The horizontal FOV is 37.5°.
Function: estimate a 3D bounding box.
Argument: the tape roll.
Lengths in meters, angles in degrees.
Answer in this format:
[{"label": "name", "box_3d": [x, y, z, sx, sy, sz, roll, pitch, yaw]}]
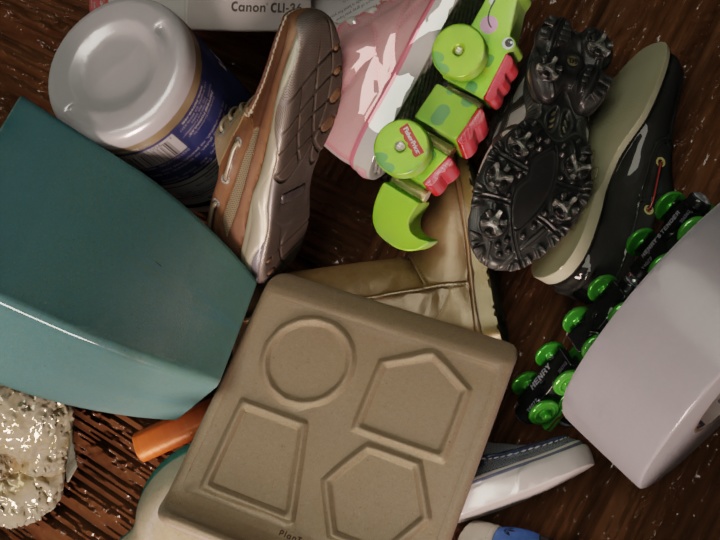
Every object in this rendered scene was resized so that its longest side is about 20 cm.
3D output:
[{"label": "tape roll", "box_3d": [0.214, 0.038, 0.643, 0.200, 0.200, 0.066, -48, 66, 3]}]

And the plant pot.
[{"label": "plant pot", "box_3d": [-0.186, 0.014, 0.730, 0.200, 0.141, 0.142, 29, 56, -17]}]

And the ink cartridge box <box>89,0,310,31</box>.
[{"label": "ink cartridge box", "box_3d": [-0.118, -0.226, 0.832, 0.200, 0.116, 0.068, 21, 115, 48]}]

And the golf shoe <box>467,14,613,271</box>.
[{"label": "golf shoe", "box_3d": [0.124, -0.080, 0.759, 0.078, 0.095, 0.200, 26, 70, -3]}]

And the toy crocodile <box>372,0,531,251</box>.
[{"label": "toy crocodile", "box_3d": [0.066, -0.108, 0.733, 0.062, 0.068, 0.200, 31, 91, 17]}]

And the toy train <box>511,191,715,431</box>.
[{"label": "toy train", "box_3d": [0.174, 0.032, 0.709, 0.200, 0.056, 0.042, -56, 36, 24]}]

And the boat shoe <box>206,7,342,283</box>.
[{"label": "boat shoe", "box_3d": [-0.069, -0.088, 0.737, 0.072, 0.076, 0.200, 26, 116, 20]}]

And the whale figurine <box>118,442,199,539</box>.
[{"label": "whale figurine", "box_3d": [-0.106, 0.216, 0.777, 0.159, 0.104, 0.201, 9, 102, -10]}]

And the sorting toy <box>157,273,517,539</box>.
[{"label": "sorting toy", "box_3d": [-0.012, 0.109, 0.703, 0.185, 0.037, 0.200, 17, 63, 17]}]

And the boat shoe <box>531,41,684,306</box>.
[{"label": "boat shoe", "box_3d": [0.188, -0.069, 0.758, 0.063, 0.074, 0.202, 28, 75, -18]}]

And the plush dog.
[{"label": "plush dog", "box_3d": [-0.309, 0.095, 0.810, 0.171, 0.160, 0.201, 3, 74, -22]}]

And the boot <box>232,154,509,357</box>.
[{"label": "boot", "box_3d": [0.000, 0.000, 0.792, 0.199, 0.066, 0.176, -11, 66, 14]}]

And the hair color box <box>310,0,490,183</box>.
[{"label": "hair color box", "box_3d": [0.018, -0.181, 0.846, 0.101, 0.061, 0.200, -25, 69, 12]}]

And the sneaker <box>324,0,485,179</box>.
[{"label": "sneaker", "box_3d": [0.019, -0.175, 0.768, 0.105, 0.075, 0.200, 33, 94, 18]}]

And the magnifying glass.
[{"label": "magnifying glass", "box_3d": [-0.090, 0.102, 0.836, 0.200, 0.022, 0.080, -25, 69, 10]}]

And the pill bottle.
[{"label": "pill bottle", "box_3d": [-0.136, -0.111, 0.805, 0.111, 0.200, 0.111, -5, 72, 17]}]

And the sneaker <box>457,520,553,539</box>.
[{"label": "sneaker", "box_3d": [0.102, 0.266, 0.679, 0.111, 0.077, 0.200, 5, 60, 25]}]

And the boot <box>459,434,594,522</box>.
[{"label": "boot", "box_3d": [0.054, 0.128, 0.729, 0.200, 0.073, 0.091, -17, 70, -6]}]
